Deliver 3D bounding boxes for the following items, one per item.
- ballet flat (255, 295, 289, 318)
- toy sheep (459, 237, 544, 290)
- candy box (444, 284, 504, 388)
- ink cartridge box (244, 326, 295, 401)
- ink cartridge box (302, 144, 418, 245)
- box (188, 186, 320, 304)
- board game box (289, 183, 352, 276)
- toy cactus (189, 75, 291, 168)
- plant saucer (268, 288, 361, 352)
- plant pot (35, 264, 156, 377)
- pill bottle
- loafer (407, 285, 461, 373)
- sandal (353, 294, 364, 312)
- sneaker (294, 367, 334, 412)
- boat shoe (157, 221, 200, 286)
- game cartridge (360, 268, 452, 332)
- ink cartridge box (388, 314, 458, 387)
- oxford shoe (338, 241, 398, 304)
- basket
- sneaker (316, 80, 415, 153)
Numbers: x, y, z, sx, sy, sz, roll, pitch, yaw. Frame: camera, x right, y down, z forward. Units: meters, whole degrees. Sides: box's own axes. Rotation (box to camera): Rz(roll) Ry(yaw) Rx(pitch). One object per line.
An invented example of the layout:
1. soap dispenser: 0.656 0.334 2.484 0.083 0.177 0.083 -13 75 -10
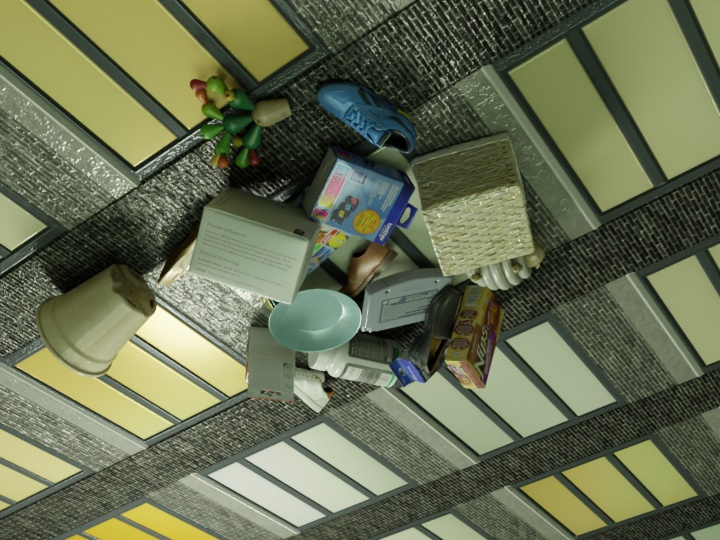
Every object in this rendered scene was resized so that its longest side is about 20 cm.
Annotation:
1. ballet flat: -0.209 0.030 1.768 0.071 0.071 0.200 -18 135 15
2. toy sheep: 0.280 -0.021 1.698 0.200 0.138 0.138 -8 138 24
3. candy box: 0.252 0.144 1.813 0.056 0.200 0.117 -3 141 32
4. ink cartridge box: -0.203 0.220 1.860 0.109 0.200 0.050 8 135 -12
5. ink cartridge box: 0.010 -0.138 1.570 0.200 0.076 0.137 18 115 -24
6. box: -0.188 -0.051 1.530 0.200 0.199 0.131 18 106 -1
7. board game box: -0.109 -0.074 1.678 0.135 0.035 0.200 30 127 -29
8. toy cactus: -0.203 -0.263 1.446 0.165 0.102 0.200 -17 127 -1
9. plant saucer: -0.099 0.098 1.781 0.200 0.039 0.201 -5 135 -5
10. plant pot: -0.536 0.089 1.727 0.183 0.201 0.200 -37 129 15
11. pill bottle: -0.012 0.199 1.915 0.200 0.113 0.113 14 133 -18
12. loafer: 0.175 0.130 1.790 0.073 0.072 0.200 9 111 -32
13. sandal: 0.062 0.075 1.839 0.200 0.043 0.076 -18 134 11
14. sneaker: -0.144 0.259 2.017 0.085 0.073 0.200 -46 121 -2
15. boat shoe: -0.342 -0.024 1.687 0.069 0.074 0.200 32 125 -25
16. game cartridge: 0.098 0.060 1.771 0.200 0.042 0.133 -11 129 -22
17. ink cartridge box: 0.162 0.185 1.895 0.200 0.039 0.100 -43 134 -9
18. oxford shoe: 0.000 0.000 1.758 0.071 0.071 0.200 42 129 -1
19. basket: 0.218 -0.122 1.566 0.200 0.161 0.198 -15 134 9
20. sneaker: 0.014 -0.268 1.457 0.200 0.079 0.066 23 132 -23
